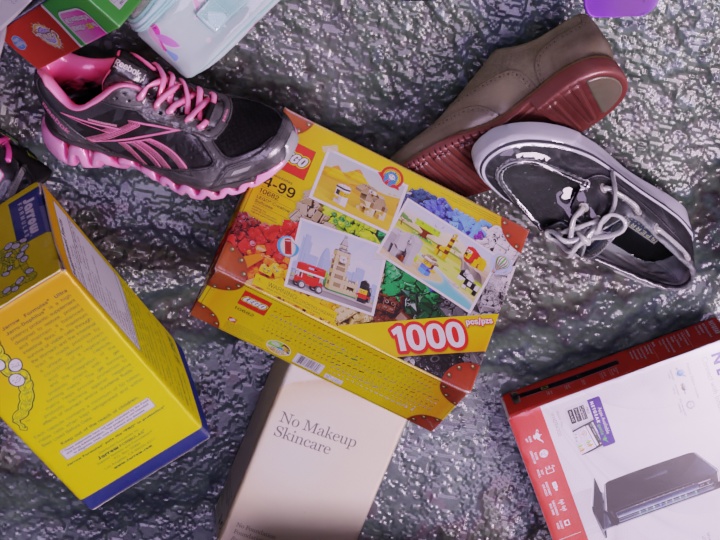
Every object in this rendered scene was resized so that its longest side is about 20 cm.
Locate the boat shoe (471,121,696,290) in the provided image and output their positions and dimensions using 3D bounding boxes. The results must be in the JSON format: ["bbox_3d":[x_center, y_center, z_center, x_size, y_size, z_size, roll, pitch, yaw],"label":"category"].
[{"bbox_3d":[0.165,-0.040,1.651,0.199,0.068,0.074,31,125,-33],"label":"boat shoe"}]

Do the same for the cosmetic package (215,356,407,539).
[{"bbox_3d":[-0.028,0.122,1.717,0.103,0.073,0.200,19,106,-10],"label":"cosmetic package"}]

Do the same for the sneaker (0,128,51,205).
[{"bbox_3d":[-0.269,-0.083,1.641,0.087,0.074,0.201,-12,109,-4],"label":"sneaker"}]

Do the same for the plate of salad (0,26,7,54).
[{"bbox_3d":[-0.335,-0.171,1.573,0.199,0.048,0.201,-4,79,20],"label":"plate of salad"}]

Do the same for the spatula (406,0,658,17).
[{"bbox_3d":[0.121,-0.208,1.650,0.199,0.021,0.057,-3,99,-1],"label":"spatula"}]

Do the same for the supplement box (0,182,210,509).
[{"bbox_3d":[-0.211,0.056,1.631,0.109,0.109,0.200,-31,129,6],"label":"supplement box"}]

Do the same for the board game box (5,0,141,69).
[{"bbox_3d":[-0.157,-0.214,1.514,0.040,0.200,0.153,42,73,-15],"label":"board game box"}]

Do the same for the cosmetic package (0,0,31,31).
[{"bbox_3d":[-0.216,-0.273,1.529,0.113,0.081,0.200,40,64,-15],"label":"cosmetic package"}]

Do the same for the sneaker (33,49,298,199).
[{"bbox_3d":[-0.142,-0.111,1.591,0.199,0.079,0.096,9,143,18],"label":"sneaker"}]

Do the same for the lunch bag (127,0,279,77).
[{"bbox_3d":[-0.074,-0.229,1.559,0.077,0.160,0.200,43,101,-15],"label":"lunch bag"}]

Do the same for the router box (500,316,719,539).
[{"bbox_3d":[0.225,0.159,1.757,0.179,0.049,0.200,-21,107,3],"label":"router box"}]

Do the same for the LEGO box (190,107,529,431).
[{"bbox_3d":[0.000,0.000,1.631,0.200,0.149,0.077,26,149,-7],"label":"LEGO box"}]

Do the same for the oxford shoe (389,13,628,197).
[{"bbox_3d":[0.099,-0.115,1.665,0.200,0.075,0.070,-27,145,17],"label":"oxford shoe"}]
